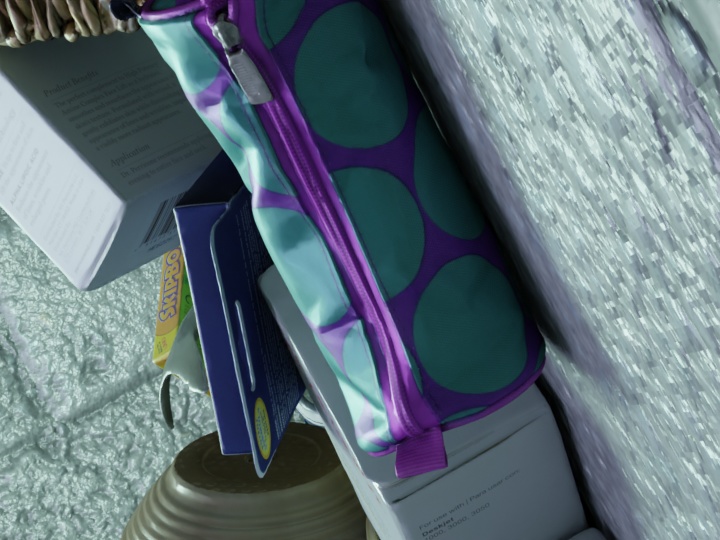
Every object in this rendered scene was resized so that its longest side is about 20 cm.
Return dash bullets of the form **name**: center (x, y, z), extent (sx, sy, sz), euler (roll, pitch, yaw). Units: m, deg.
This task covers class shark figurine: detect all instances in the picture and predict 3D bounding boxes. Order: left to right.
- **shark figurine**: center (-0.029, 0.016, 1.147), extent (0.089, 0.214, 0.129), euler (-13, 80, 43)

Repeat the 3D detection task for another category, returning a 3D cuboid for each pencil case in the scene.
- **pencil case**: center (-0.007, -0.032, 0.745), extent (0.201, 0.085, 0.093), euler (62, -157, -16)

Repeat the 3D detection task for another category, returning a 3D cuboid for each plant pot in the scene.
- **plant pot**: center (-0.051, 0.145, 1.139), extent (0.201, 0.199, 0.093), euler (-131, 35, -67)

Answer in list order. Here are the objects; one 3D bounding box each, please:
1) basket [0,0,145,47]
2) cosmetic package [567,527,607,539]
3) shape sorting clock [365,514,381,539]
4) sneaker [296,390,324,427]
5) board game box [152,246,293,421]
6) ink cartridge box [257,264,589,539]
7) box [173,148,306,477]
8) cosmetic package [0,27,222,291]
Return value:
- **basket**: center (-0.142, -0.225, 0.942), extent (0.149, 0.142, 0.201), euler (-66, -35, -51)
- **cosmetic package**: center (0.092, 0.256, 0.855), extent (0.200, 0.167, 0.167), euler (57, 174, 49)
- **shape sorting clock**: center (0.075, 0.195, 1.081), extent (0.200, 0.039, 0.200), euler (37, -160, -16)
- **sneaker**: center (-0.005, 0.110, 1.460), extent (0.202, 0.076, 0.147), euler (-104, -1, -71)
- **board game box**: center (-0.075, -0.010, 1.222), extent (0.095, 0.030, 0.201), euler (34, -135, -35)
- **ink cartridge box**: center (0.039, 0.086, 0.935), extent (0.145, 0.084, 0.200), euler (58, 175, 39)
- **box**: center (-0.047, 0.003, 0.963), extent (0.200, 0.032, 0.122), euler (-64, -33, -67)
- **cosmetic package**: center (-0.161, -0.094, 1.032), extent (0.200, 0.101, 0.074), euler (45, 131, 15)
